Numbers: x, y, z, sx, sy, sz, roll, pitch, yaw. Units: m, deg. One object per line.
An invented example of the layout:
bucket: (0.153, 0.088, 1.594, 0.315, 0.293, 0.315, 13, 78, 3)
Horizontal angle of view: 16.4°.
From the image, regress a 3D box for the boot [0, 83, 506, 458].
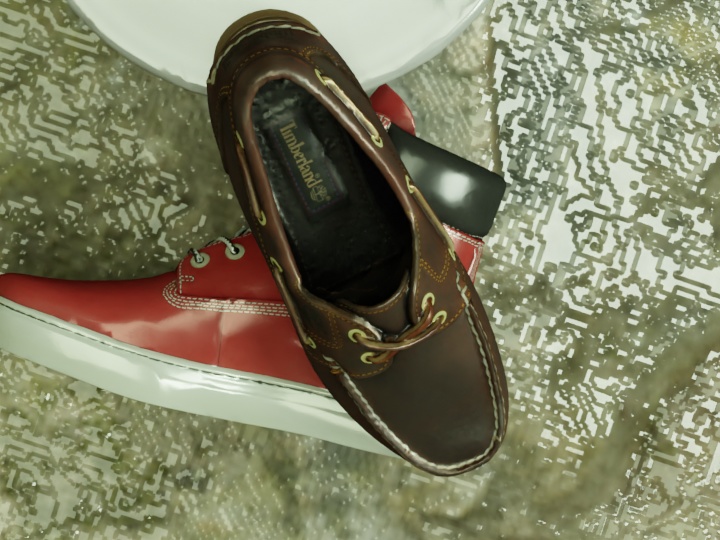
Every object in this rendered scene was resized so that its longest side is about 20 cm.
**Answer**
boot: (-0.046, -0.013, 1.000, 0.199, 0.072, 0.145, 11, 93, -10)

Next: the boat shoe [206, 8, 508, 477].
boat shoe: (0.000, 0.000, 0.927, 0.070, 0.070, 0.201, -30, 113, 1)

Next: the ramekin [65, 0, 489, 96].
ramekin: (-0.031, -0.164, 0.976, 0.201, 0.094, 0.204, 0, 94, -1)
